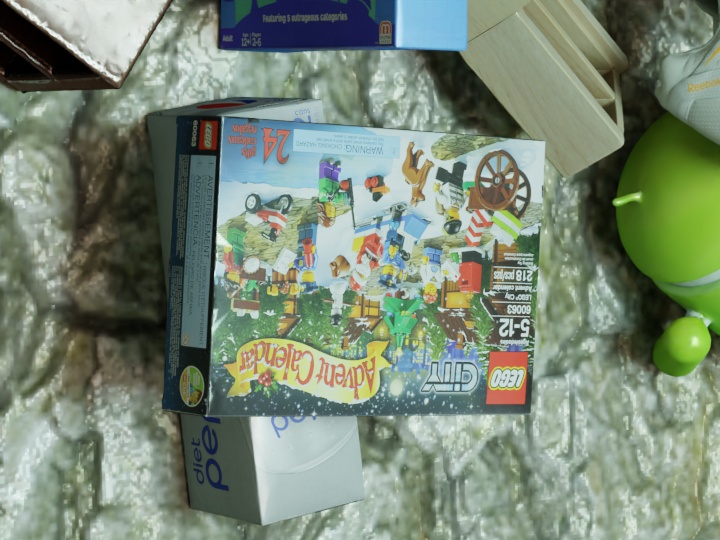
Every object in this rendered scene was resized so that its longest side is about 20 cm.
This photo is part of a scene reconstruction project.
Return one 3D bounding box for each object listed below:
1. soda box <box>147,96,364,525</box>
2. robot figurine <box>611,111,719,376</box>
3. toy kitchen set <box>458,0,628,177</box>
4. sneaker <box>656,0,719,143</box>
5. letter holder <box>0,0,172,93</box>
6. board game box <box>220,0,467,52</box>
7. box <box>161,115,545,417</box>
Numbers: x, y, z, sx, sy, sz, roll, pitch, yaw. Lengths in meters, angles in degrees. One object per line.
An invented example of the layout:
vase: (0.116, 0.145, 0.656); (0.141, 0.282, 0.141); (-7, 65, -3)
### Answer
soda box: (-0.051, 0.018, 1.421); (0.063, 0.068, 0.200); (-11, 100, -34)
robot figurine: (0.220, -0.017, 1.580); (0.200, 0.116, 0.176); (36, 81, -31)
toy kitchen set: (0.132, -0.199, 1.489); (0.180, 0.200, 0.163); (48, 26, -28)
sneaker: (0.223, -0.149, 1.501); (0.200, 0.092, 0.076); (-55, 158, -17)
letter holder: (-0.134, -0.202, 1.329); (0.142, 0.101, 0.200); (38, 72, -29)
board game box: (-0.008, -0.203, 1.386); (0.045, 0.152, 0.200); (0, 93, -35)
box: (0.000, 0.000, 1.392); (0.200, 0.038, 0.137); (1, 91, -39)
